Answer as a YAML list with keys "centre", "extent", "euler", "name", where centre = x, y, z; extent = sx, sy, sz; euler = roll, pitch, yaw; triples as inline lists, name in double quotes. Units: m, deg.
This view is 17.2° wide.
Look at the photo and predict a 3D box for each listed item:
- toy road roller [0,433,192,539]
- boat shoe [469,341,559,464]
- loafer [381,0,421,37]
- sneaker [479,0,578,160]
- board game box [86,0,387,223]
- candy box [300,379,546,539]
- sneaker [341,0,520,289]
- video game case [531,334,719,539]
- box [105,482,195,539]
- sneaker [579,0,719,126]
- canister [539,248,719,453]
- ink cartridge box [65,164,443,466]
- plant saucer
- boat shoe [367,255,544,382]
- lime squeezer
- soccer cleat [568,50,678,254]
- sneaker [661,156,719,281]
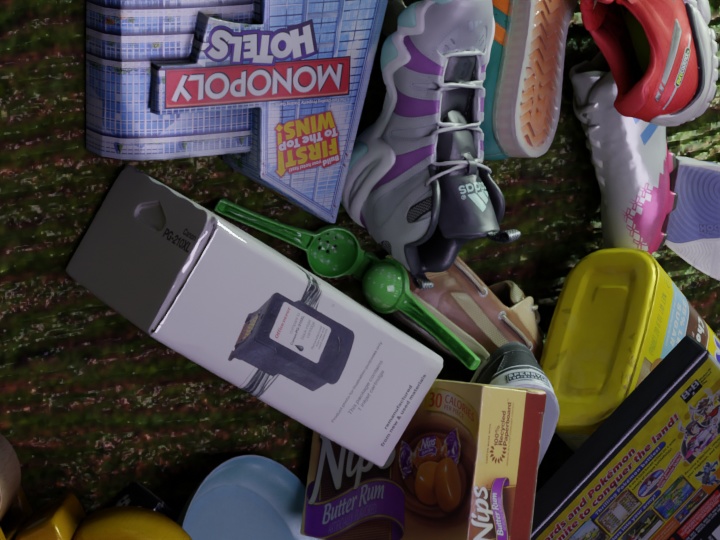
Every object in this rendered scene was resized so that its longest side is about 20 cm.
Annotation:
- centre: [-0.183, 0.172, 1.447]
  extent: [0.145, 0.123, 0.201]
  euler: [-26, 95, 2]
  name: "toy road roller"
- centre: [0.074, 0.140, 1.614]
  extent: [0.073, 0.068, 0.200]
  euler: [9, 118, -15]
  name: "boat shoe"
- centre: [0.071, -0.238, 1.538]
  extent: [0.075, 0.068, 0.201]
  euler: [22, 95, -9]
  name: "loafer"
- centre: [0.096, -0.171, 1.587]
  extent: [0.071, 0.080, 0.201]
  euler: [30, 67, -51]
  name: "sneaker"
- centre: [-0.072, -0.127, 1.505]
  extent: [0.199, 0.062, 0.201]
  euler: [-8, 108, -28]
  name: "board game box"
- centre: [0.038, 0.128, 1.553]
  extent: [0.056, 0.200, 0.117]
  euler: [8, 87, -33]
  name: "candy box"
- centre: [0.064, -0.076, 1.512]
  extent: [0.077, 0.140, 0.201]
  euler: [-11, 139, -32]
  name: "sneaker"
- centre: [0.200, 0.164, 1.613]
  extent: [0.200, 0.025, 0.181]
  euler: [-46, 132, -1]
  name: "video game case"
- centre: [-0.172, 0.264, 1.576]
  extent: [0.200, 0.046, 0.159]
  euler: [-41, 121, -14]
  name: "box"
- centre: [0.181, -0.194, 1.574]
  extent: [0.085, 0.077, 0.201]
  euler: [-5, 75, -33]
  name: "sneaker"
- centre: [0.208, 0.093, 1.677]
  extent: [0.200, 0.086, 0.149]
  euler: [45, 54, -45]
  name: "canister"
- centre: [-0.069, 0.028, 1.504]
  extent: [0.200, 0.145, 0.085]
  euler: [33, 88, -33]
  name: "ink cartridge box"
- centre: [-0.072, 0.224, 1.579]
  extent: [0.200, 0.027, 0.201]
  euler: [28, 56, -51]
  name: "plant saucer"
- centre: [0.094, 0.044, 1.648]
  extent: [0.200, 0.076, 0.074]
  euler: [38, 81, -34]
  name: "boat shoe"
- centre: [0.000, 0.000, 1.566]
  extent: [0.199, 0.071, 0.038]
  euler: [33, 89, 5]
  name: "lime squeezer"
- centre: [0.179, -0.101, 1.662]
  extent: [0.086, 0.070, 0.201]
  euler: [5, 98, -20]
  name: "soccer cleat"
- centre: [0.297, -0.027, 1.733]
  extent: [0.198, 0.115, 0.081]
  euler: [14, 95, -13]
  name: "sneaker"
